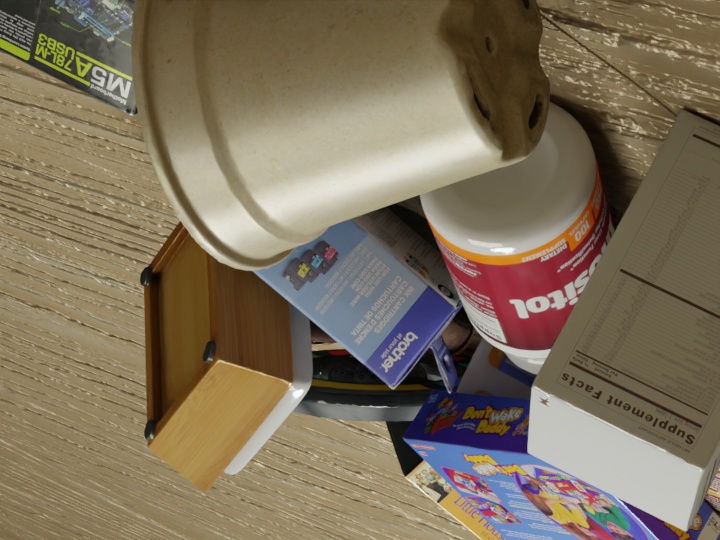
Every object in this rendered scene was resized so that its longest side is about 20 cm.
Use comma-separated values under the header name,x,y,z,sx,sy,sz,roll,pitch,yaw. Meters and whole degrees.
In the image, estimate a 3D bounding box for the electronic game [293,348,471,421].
name,x,y,z,sx,sy,sz,roll,pitch,yaw
electronic game,0.014,0.085,1.796,0.198,0.042,0.200,0,-172,0

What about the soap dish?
name,x,y,z,sx,sy,sz,roll,pitch,yaw
soap dish,-0.105,0.040,1.711,0.081,0.201,0.157,14,139,-24

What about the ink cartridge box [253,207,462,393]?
name,x,y,z,sx,sy,sz,roll,pitch,yaw
ink cartridge box,0.000,0.000,1.548,0.200,0.076,0.136,39,-169,1

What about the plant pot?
name,x,y,z,sx,sy,sz,roll,pitch,yaw
plant pot,0.000,-0.114,1.287,0.182,0.201,0.201,-10,140,28

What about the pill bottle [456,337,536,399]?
name,x,y,z,sx,sy,sz,roll,pitch,yaw
pill bottle,0.176,0.107,1.657,0.199,0.112,0.112,28,160,10

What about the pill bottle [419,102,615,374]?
name,x,y,z,sx,sy,sz,roll,pitch,yaw
pill bottle,0.111,-0.015,1.466,0.112,0.113,0.200,21,158,26

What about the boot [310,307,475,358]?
name,x,y,z,sx,sy,sz,roll,pitch,yaw
boot,-0.011,0.019,1.733,0.199,0.073,0.166,11,172,11

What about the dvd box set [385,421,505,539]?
name,x,y,z,sx,sy,sz,roll,pitch,yaw
dvd box set,0.100,0.184,1.946,0.200,0.029,0.147,41,-166,-26

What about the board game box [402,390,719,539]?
name,x,y,z,sx,sy,sz,roll,pitch,yaw
board game box,0.138,0.146,1.567,0.134,0.045,0.199,45,157,-27

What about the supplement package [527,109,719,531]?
name,x,y,z,sx,sy,sz,roll,pitch,yaw
supplement package,0.190,0.030,1.330,0.113,0.201,0.110,26,159,14

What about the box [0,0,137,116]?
name,x,y,z,sx,sy,sz,roll,pitch,yaw
box,-0.189,-0.220,1.363,0.199,0.048,0.194,26,124,13

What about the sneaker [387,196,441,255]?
name,x,y,z,sx,sy,sz,roll,pitch,yaw
sneaker,-0.017,-0.025,1.652,0.199,0.092,0.078,24,159,17

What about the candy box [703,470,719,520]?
name,x,y,z,sx,sy,sz,roll,pitch,yaw
candy box,0.257,0.084,1.482,0.056,0.117,0.200,20,157,25
